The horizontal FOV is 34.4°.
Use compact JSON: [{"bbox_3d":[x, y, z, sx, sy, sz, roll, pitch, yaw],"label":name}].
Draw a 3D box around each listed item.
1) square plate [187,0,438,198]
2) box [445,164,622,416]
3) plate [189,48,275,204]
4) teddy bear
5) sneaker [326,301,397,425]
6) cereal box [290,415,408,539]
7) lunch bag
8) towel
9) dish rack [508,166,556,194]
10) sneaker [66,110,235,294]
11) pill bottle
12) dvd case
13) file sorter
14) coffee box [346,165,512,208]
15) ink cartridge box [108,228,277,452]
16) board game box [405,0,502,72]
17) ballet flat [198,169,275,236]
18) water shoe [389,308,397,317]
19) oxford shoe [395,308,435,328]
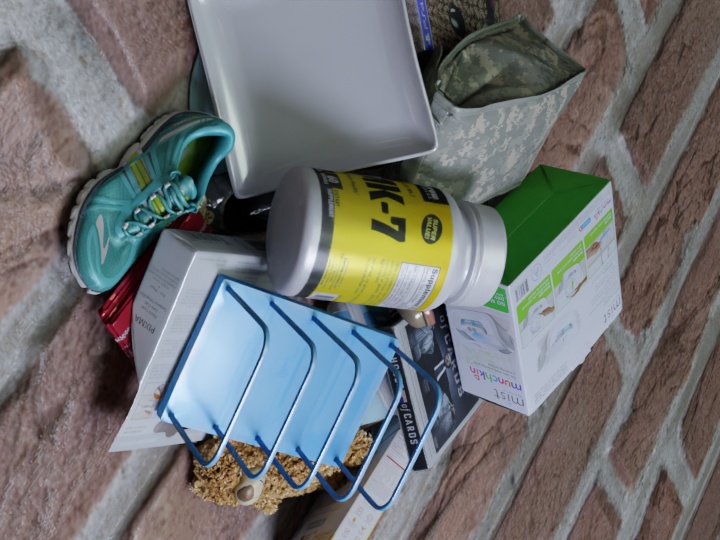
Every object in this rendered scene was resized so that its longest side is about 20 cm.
[{"bbox_3d":[-0.043,-0.183,1.050,0.028,0.198,0.200,-31,108,-75],"label":"square plate"},{"bbox_3d":[0.189,0.019,1.238,0.200,0.096,0.178,-43,134,-33],"label":"box"},{"bbox_3d":[-0.072,-0.164,1.129,0.198,0.025,0.203,-7,102,-33],"label":"plate"},{"bbox_3d":[-0.074,0.202,1.175,0.199,0.144,0.067,22,43,-55],"label":"teddy bear"},{"bbox_3d":[-0.030,0.078,1.240,0.079,0.130,0.202,20,46,-60],"label":"sneaker"},{"bbox_3d":[-0.009,0.245,1.249,0.039,0.144,0.201,38,61,-8],"label":"cereal box"},{"bbox_3d":[0.101,-0.140,1.140,0.199,0.118,0.165,-30,156,-42],"label":"lunch bag"},{"bbox_3d":[-0.161,0.051,1.091,0.145,0.022,0.201,-57,145,-28],"label":"towel"},{"bbox_3d":[0.171,-0.007,1.322,0.200,0.043,0.172,-50,140,-27],"label":"dish rack"},{"bbox_3d":[-0.183,-0.066,1.013,0.201,0.079,0.078,-58,136,-25],"label":"sneaker"},{"bbox_3d":[0.023,-0.024,1.048,0.198,0.114,0.116,7,93,-23],"label":"pill bottle"},{"bbox_3d":[0.077,0.103,1.227,0.200,0.024,0.152,-33,110,-64],"label":"dvd case"},{"bbox_3d":[-0.049,0.116,1.020,0.199,0.123,0.140,21,100,-33],"label":"file sorter"},{"bbox_3d":[0.088,-0.087,1.315,0.199,0.112,0.081,-21,114,-48],"label":"coffee box"},{"bbox_3d":[-0.153,0.064,1.065,0.160,0.047,0.201,5,114,-60],"label":"ink cartridge box"},{"bbox_3d":[0.057,-0.292,1.197,0.199,0.096,0.161,-17,96,-58],"label":"board game box"},{"bbox_3d":[-0.080,-0.060,1.110,0.198,0.057,0.067,-5,127,-21],"label":"ballet flat"},{"bbox_3d":[0.068,0.061,1.345,0.199,0.078,0.072,-30,105,-43],"label":"water shoe"},{"bbox_3d":[0.000,0.000,1.170,0.075,0.200,0.071,-36,143,-10],"label":"oxford shoe"}]
